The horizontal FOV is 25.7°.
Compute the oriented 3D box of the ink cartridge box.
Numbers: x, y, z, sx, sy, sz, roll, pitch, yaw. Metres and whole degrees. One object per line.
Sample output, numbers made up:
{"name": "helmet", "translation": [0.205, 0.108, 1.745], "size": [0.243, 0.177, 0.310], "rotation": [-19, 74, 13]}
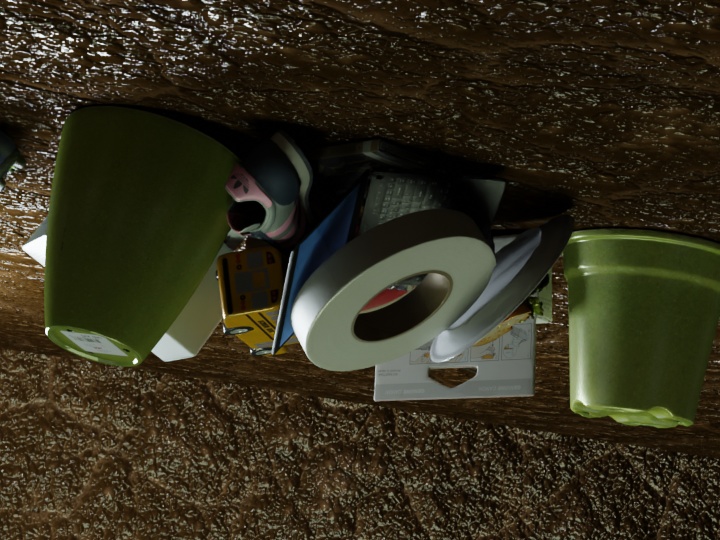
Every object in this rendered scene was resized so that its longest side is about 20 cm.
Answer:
{"name": "ink cartridge box", "translation": [0.111, 0.055, 1.727], "size": [0.200, 0.177, 0.045], "rotation": [-4, 168, 30]}

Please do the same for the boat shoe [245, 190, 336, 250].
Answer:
{"name": "boat shoe", "translation": [-0.057, -0.046, 1.622], "size": [0.070, 0.071, 0.200], "rotation": [-25, -178, -25]}

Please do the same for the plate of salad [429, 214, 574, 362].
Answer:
{"name": "plate of salad", "translation": [0.147, 0.023, 1.575], "size": [0.048, 0.200, 0.200], "rotation": [43, 162, -9]}

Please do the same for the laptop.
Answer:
{"name": "laptop", "translation": [0.025, -0.003, 1.481], "size": [0.199, 0.104, 0.177], "rotation": [4, 145, -8]}

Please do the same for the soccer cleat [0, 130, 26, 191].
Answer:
{"name": "soccer cleat", "translation": [-0.395, -0.117, 1.621], "size": [0.084, 0.065, 0.200], "rotation": [42, 164, -13]}

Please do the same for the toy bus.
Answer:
{"name": "toy bus", "translation": [-0.092, 0.033, 1.568], "size": [0.078, 0.065, 0.200], "rotation": [-11, 164, 8]}

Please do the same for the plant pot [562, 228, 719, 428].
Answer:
{"name": "plant pot", "translation": [0.299, 0.068, 1.683], "size": [0.200, 0.185, 0.200], "rotation": [8, 169, 2]}

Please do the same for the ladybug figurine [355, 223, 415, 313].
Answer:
{"name": "ladybug figurine", "translation": [0.000, 0.000, 1.703], "size": [0.200, 0.136, 0.072], "rotation": [-22, 126, 8]}

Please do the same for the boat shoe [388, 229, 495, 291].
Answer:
{"name": "boat shoe", "translation": [0.041, -0.010, 1.609], "size": [0.199, 0.065, 0.072], "rotation": [-18, -178, 6]}

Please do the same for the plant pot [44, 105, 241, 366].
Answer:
{"name": "plant pot", "translation": [-0.220, -0.020, 1.473], "size": [0.187, 0.200, 0.187], "rotation": [14, 159, 6]}

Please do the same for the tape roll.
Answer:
{"name": "tape roll", "translation": [0.032, 0.021, 1.478], "size": [0.202, 0.037, 0.203], "rotation": [-22, 151, -13]}

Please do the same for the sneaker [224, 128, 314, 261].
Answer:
{"name": "sneaker", "translation": [-0.091, -0.055, 1.486], "size": [0.070, 0.082, 0.200], "rotation": [46, 161, 24]}

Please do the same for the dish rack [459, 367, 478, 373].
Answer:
{"name": "dish rack", "translation": [0.078, 0.057, 1.861], "size": [0.153, 0.055, 0.200], "rotation": [17, -150, -49]}

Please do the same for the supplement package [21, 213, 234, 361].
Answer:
{"name": "supplement package", "translation": [-0.232, -0.011, 1.653], "size": [0.200, 0.117, 0.117], "rotation": [41, 159, -15]}

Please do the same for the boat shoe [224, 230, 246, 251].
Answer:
{"name": "boat shoe", "translation": [-0.142, -0.067, 1.662], "size": [0.071, 0.072, 0.200], "rotation": [35, 159, -7]}

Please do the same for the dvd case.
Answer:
{"name": "dvd case", "translation": [0.002, -0.091, 1.528], "size": [0.148, 0.016, 0.200], "rotation": [18, 165, -41]}
